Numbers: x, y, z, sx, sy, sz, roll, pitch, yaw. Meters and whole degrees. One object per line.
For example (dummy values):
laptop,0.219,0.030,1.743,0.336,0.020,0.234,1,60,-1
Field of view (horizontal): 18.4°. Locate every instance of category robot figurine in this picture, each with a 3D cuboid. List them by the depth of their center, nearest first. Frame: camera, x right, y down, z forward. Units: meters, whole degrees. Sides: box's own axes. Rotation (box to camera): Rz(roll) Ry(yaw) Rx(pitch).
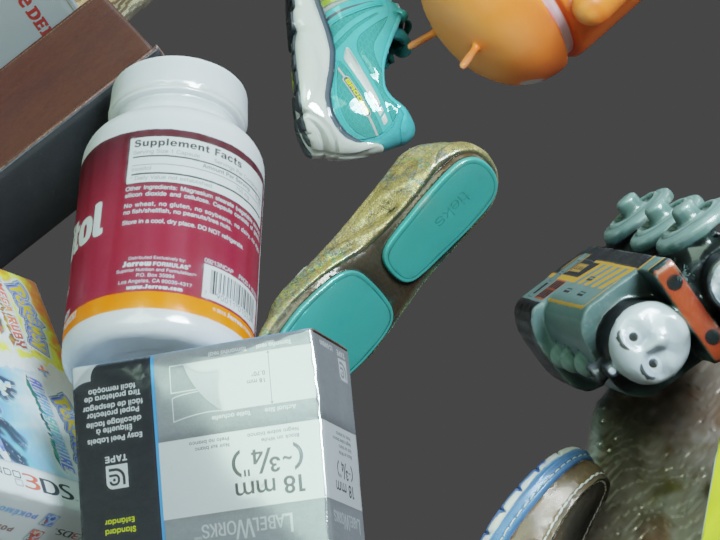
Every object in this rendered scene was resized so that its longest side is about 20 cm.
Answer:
robot figurine,0.117,-0.193,1.349,0.200,0.117,0.144,-42,70,-9

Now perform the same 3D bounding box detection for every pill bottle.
pill bottle,-0.115,-0.023,1.331,0.113,0.113,0.200,-8,57,16

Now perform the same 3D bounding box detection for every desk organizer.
desk organizer,-0.212,-0.081,1.429,0.200,0.072,0.077,-39,52,-5

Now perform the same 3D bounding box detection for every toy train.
toy train,0.151,0.018,1.175,0.114,0.200,0.085,-38,98,-4

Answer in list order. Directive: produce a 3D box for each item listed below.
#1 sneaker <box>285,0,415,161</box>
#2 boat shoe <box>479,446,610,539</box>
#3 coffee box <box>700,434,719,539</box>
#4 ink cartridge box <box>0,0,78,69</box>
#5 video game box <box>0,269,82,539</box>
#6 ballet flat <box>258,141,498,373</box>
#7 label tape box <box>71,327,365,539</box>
sneaker,-0.007,-0.154,1.410,0.080,0.078,0.200,-4,62,-4
boat shoe,0.085,0.189,1.159,0.072,0.072,0.200,27,82,26
coffee box,0.279,0.126,1.041,0.199,0.198,0.200,4,61,23
ink cartridge box,-0.294,-0.160,1.462,0.200,0.147,0.083,-30,53,-1
video game box,-0.235,0.065,1.279,0.047,0.182,0.200,-41,53,18
ballet flat,0.000,0.000,1.310,0.071,0.071,0.200,36,77,33
label tape box,-0.074,0.143,1.209,0.144,0.063,0.200,-10,74,15
